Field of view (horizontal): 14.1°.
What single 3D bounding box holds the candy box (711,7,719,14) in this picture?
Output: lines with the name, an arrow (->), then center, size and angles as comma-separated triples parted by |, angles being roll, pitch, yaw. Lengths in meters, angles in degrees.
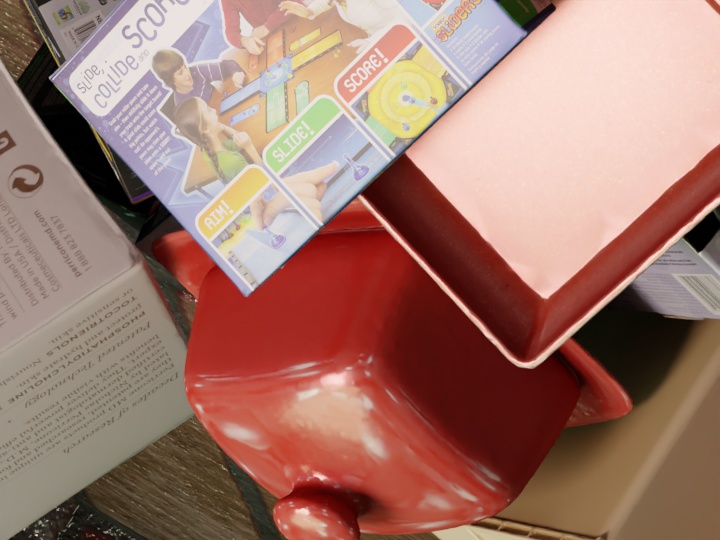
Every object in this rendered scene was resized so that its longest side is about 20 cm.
candy box -> 0.176, -0.076, 1.310 | 0.102, 0.026, 0.200 | 29, 164, 24

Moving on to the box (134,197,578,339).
box -> 0.000, 0.000, 1.522 | 0.200, 0.038, 0.137 | 34, 140, -17

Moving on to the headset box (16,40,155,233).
headset box -> -0.093, -0.072, 1.643 | 0.174, 0.093, 0.200 | 38, 165, -21

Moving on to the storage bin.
storage bin -> 0.147, 0.084, 1.532 | 0.094, 0.200, 0.198 | 42, 163, -25

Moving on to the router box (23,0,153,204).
router box -> -0.142, -0.146, 1.423 | 0.200, 0.052, 0.157 | 61, 175, 12

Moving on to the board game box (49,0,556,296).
board game box -> -0.029, -0.098, 1.254 | 0.135, 0.034, 0.200 | 48, 125, 0

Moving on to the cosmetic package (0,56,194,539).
cosmetic package -> -0.203, 0.018, 1.559 | 0.167, 0.166, 0.200 | 53, 174, 24

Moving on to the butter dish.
butter dish -> -0.001, 0.071, 1.438 | 0.200, 0.148, 0.199 | -10, 140, 43

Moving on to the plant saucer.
plant saucer -> 0.070, -0.088, 1.249 | 0.200, 0.037, 0.200 | 47, 125, 2

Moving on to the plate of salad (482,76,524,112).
plate of salad -> 0.040, -0.058, 1.376 | 0.200, 0.048, 0.200 | 39, 168, 10

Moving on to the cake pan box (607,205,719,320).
cake pan box -> 0.111, -0.053, 1.408 | 0.184, 0.052, 0.200 | 42, 169, -15
